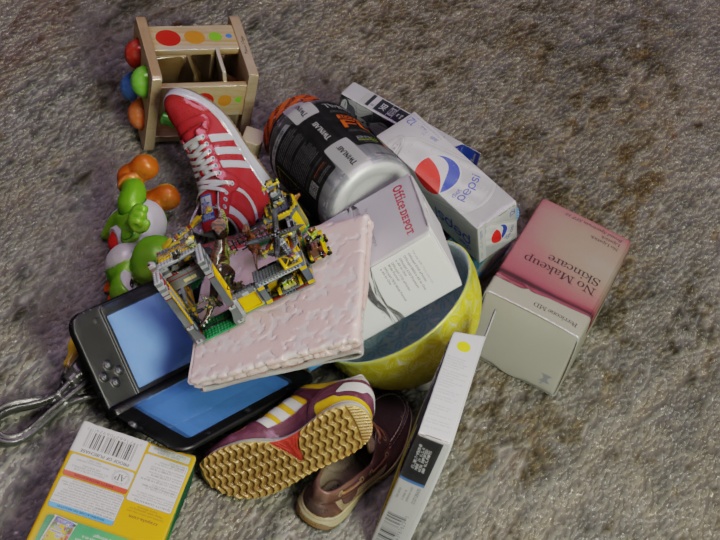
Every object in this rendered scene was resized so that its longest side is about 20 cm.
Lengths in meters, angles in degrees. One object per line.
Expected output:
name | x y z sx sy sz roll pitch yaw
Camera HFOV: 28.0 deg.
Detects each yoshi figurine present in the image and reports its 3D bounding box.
yoshi figurine | -0.242 -0.041 1.687 0.111 0.112 0.201 12 47 -13

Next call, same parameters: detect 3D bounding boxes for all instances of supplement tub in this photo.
supplement tub | -0.032 -0.126 1.752 0.122 0.123 0.200 -14 39 -27

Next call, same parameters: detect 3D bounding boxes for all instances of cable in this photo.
cable | -0.313 0.133 1.556 0.097 0.050 0.200 43 60 -2

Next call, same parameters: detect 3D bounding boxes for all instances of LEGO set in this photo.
LEGO set | -0.142 -0.028 1.513 0.198 0.116 0.155 -20 42 12

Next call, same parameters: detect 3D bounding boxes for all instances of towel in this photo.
towel | -0.082 0.034 1.531 0.198 0.032 0.192 -14 44 17

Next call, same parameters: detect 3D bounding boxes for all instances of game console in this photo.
game console | -0.181 0.086 1.551 0.199 0.116 0.177 -26 93 -41

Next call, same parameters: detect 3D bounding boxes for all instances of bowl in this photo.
bowl | 0.063 0.072 1.643 0.199 0.108 0.201 -26 29 16

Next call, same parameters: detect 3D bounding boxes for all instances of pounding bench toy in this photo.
pounding bench toy | -0.218 -0.216 1.848 0.155 0.125 0.201 -4 48 -19

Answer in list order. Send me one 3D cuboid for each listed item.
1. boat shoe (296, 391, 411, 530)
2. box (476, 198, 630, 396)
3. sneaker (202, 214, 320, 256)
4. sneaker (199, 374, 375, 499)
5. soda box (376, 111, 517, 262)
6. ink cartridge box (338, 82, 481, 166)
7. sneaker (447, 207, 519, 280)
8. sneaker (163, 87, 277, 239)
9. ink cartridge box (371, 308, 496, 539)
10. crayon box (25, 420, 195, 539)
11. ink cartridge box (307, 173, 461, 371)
boat shoe | 0.001 0.189 1.552 0.072 0.072 0.200 31 46 15
box | 0.227 0.029 1.748 0.127 0.109 0.200 26 45 10
sneaker | -0.115 -0.027 1.733 0.199 0.071 0.098 -6 49 -24
sneaker | -0.074 0.172 1.514 0.198 0.075 0.090 -20 22 14
soda box | 0.104 -0.103 1.755 0.063 0.069 0.200 -33 56 -17
ink cartridge box | 0.055 -0.157 1.888 0.199 0.100 0.039 29 46 15
sneaker | 0.121 -0.003 1.779 0.200 0.081 0.076 -41 67 -19
sneaker | -0.188 -0.121 1.758 0.200 0.071 0.113 49 49 -14
ink cartridge box | 0.076 0.164 1.510 0.047 0.199 0.201 19 44 2
crayon box | -0.254 0.255 1.430 0.125 0.052 0.201 18 44 1
ink cartridge box | 0.000 0.000 1.616 0.199 0.084 0.145 -30 30 9
